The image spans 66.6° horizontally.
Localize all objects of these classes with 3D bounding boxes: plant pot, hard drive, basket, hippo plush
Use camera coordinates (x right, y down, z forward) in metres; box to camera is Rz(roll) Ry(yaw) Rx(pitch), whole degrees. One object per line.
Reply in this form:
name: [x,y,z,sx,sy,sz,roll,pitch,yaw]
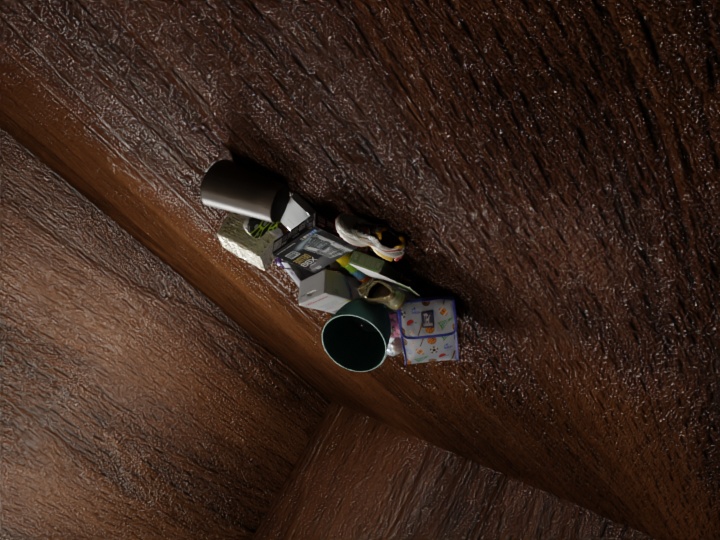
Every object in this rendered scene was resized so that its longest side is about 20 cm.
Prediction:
plant pot: [0.002,0.177,1.662,0.199,0.161,0.202,8,120,15]
hard drive: [-0.169,-0.142,1.622,0.132,0.027,0.200,44,158,-2]
basket: [-0.375,-0.108,1.878,0.199,0.124,0.136,28,159,9]
basket: [-0.313,-0.216,1.535,0.199,0.180,0.137,20,114,13]
hippo plush: [0.117,0.202,1.898,0.161,0.159,0.200,58,153,8]

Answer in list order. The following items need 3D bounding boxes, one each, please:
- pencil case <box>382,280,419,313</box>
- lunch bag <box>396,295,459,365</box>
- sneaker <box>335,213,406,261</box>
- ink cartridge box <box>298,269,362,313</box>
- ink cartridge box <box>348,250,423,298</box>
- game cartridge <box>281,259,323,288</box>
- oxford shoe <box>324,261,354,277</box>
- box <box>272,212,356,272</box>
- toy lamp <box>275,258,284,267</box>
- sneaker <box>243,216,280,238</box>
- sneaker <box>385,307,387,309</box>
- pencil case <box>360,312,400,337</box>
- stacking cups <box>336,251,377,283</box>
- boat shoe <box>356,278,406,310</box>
pencil case: [0.141,0.109,1.676,0.200,0.091,0.083,40,-166,-15]
lunch bag: [0.195,0.166,1.579,0.169,0.124,0.201,-6,122,5]
sneaker: [0.030,-0.100,1.415,0.199,0.078,0.082,23,155,-1]
ink cartridge box: [-0.080,0.075,1.766,0.199,0.085,0.144,17,151,-39]
ink cartridge box: [0.081,0.011,1.551,0.199,0.048,0.145,20,174,26]
game cartridge: [-0.188,-0.018,1.803,0.038,0.130,0.200,8,149,29]
oxford shoe: [-0.085,-0.023,1.727,0.071,0.073,0.200,11,150,43]
box: [-0.129,-0.074,1.550,0.157,0.050,0.199,25,142,-36]
toy lamp: [-0.249,-0.052,1.919,0.058,0.058,0.200,38,158,-15]
sneaker: [-0.307,-0.151,1.644,0.076,0.076,0.200,33,-163,7]
sneaker: [0.032,0.108,1.877,0.091,0.078,0.199,29,169,-41]
pencil case: [0.074,0.178,1.779,0.199,0.083,0.087,-10,95,29]
stacking cups: [0.000,0.000,1.687,0.200,0.061,0.060,41,157,-29]
boat shoe: [0.051,0.059,1.573,0.063,0.074,0.199,36,165,-34]
